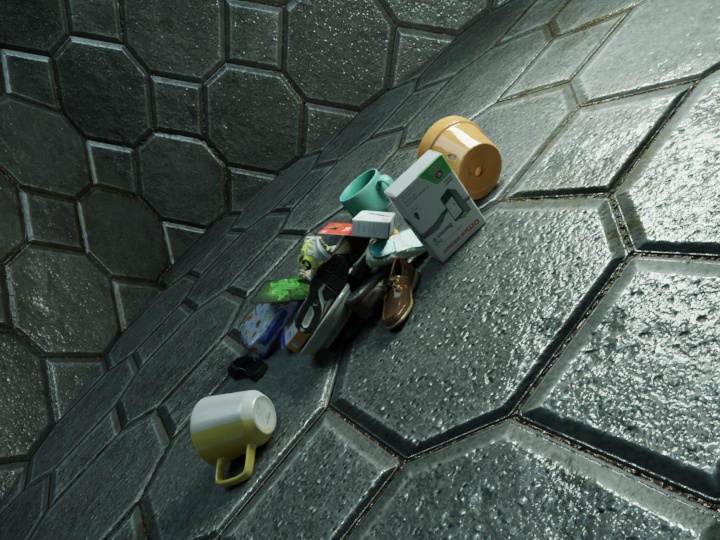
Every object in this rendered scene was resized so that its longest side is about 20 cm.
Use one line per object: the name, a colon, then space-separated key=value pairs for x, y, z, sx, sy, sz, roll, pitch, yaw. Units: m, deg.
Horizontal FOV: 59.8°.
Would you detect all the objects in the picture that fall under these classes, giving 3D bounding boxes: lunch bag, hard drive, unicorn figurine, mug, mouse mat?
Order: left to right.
mug: x=-0.261 y=0.352 z=1.370 sx=0.150 sy=0.191 sz=0.149 roll=-21 pitch=-6 yaw=24
lunch bag: x=-0.255 y=0.145 z=1.769 sx=0.202 sy=0.075 sz=0.160 roll=-56 pitch=26 yaw=-4
mouse mat: x=-0.208 y=0.053 z=1.727 sx=0.156 sy=0.008 sz=0.200 roll=-4 pitch=16 yaw=5
unicorn figurine: x=-0.084 y=-0.042 z=1.775 sx=0.136 sy=0.073 sz=0.203 roll=20 pitch=77 yaw=54
hard drive: x=0.000 y=0.000 z=1.589 sx=0.135 sy=0.042 sz=0.200 roll=-50 pitch=0 yaw=-20
mug: x=0.030 y=-0.222 z=1.952 sx=0.152 sy=0.115 sz=0.185 roll=-43 pitch=21 yaw=-5

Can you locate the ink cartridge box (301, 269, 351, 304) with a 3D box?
ink cartridge box: x=-0.108 y=0.029 z=1.816 sx=0.194 sy=0.043 sz=0.202 roll=-30 pitch=22 yaw=29

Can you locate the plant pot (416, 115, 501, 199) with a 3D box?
plant pot: x=0.255 y=-0.262 z=1.542 sx=0.200 sy=0.201 sz=0.140 roll=-43 pitch=38 yaw=-4

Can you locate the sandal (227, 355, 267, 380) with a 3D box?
sandal: x=-0.317 y=0.260 z=1.733 sx=0.198 sy=0.043 sz=0.077 roll=-11 pitch=36 yaw=55

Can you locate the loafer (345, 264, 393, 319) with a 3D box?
loafer: x=0.034 y=0.053 z=1.470 sx=0.072 sy=0.072 sz=0.199 roll=-25 pitch=10 yaw=42

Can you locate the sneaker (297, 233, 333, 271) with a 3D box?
sneaker: x=-0.124 y=-0.041 z=1.527 sx=0.076 sy=0.076 sz=0.200 roll=-40 pitch=5 yaw=-8

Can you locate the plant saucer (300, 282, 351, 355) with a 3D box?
plant saucer: x=-0.067 y=0.126 z=1.481 sx=0.202 sy=0.050 sz=0.200 roll=-57 pitch=0 yaw=1

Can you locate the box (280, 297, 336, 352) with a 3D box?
box: x=-0.140 y=0.125 z=1.650 sx=0.202 sy=0.041 sz=0.119 roll=-53 pitch=18 yaw=10

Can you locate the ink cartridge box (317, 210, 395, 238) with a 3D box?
ink cartridge box: x=-0.005 y=-0.117 z=1.537 sx=0.169 sy=0.045 sz=0.200 roll=6 pitch=12 yaw=6

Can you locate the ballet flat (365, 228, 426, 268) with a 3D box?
ballet flat: x=0.094 y=-0.052 z=1.503 sx=0.196 sy=0.074 sz=0.071 roll=-16 pitch=11 yaw=-23

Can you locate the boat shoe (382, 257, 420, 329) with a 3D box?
boat shoe: x=0.078 y=0.048 z=1.394 sx=0.071 sy=0.068 sz=0.202 roll=-27 pitch=25 yaw=33

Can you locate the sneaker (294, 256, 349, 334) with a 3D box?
sneaker: x=-0.096 y=0.056 z=1.522 sx=0.203 sy=0.075 sz=0.115 roll=-58 pitch=2 yaw=-2

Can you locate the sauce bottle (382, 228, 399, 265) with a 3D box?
sauce bottle: x=0.081 y=-0.074 z=1.638 sx=0.066 sy=0.066 sz=0.201 roll=-38 pitch=21 yaw=8

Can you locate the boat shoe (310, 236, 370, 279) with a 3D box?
boat shoe: x=-0.042 y=-0.031 z=1.607 sx=0.200 sy=0.076 sz=0.072 roll=-47 pitch=18 yaw=-9

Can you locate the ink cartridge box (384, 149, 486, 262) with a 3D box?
ink cartridge box: x=0.171 y=-0.144 z=1.419 sx=0.146 sy=0.201 sz=0.084 roll=-42 pitch=23 yaw=-3
